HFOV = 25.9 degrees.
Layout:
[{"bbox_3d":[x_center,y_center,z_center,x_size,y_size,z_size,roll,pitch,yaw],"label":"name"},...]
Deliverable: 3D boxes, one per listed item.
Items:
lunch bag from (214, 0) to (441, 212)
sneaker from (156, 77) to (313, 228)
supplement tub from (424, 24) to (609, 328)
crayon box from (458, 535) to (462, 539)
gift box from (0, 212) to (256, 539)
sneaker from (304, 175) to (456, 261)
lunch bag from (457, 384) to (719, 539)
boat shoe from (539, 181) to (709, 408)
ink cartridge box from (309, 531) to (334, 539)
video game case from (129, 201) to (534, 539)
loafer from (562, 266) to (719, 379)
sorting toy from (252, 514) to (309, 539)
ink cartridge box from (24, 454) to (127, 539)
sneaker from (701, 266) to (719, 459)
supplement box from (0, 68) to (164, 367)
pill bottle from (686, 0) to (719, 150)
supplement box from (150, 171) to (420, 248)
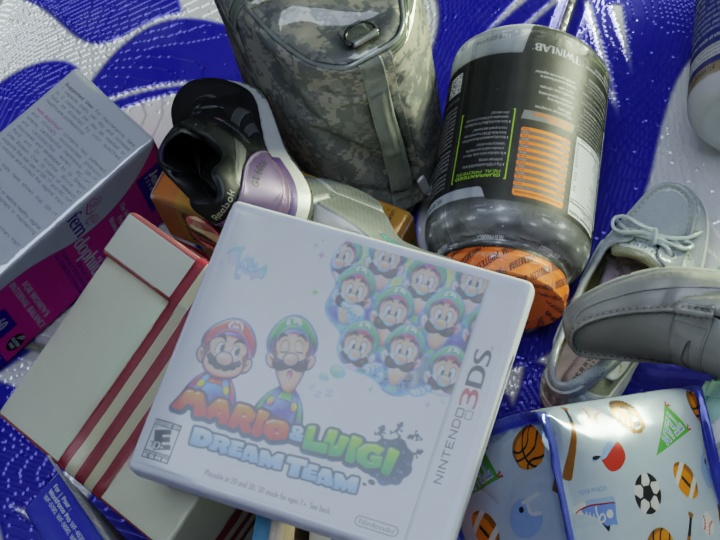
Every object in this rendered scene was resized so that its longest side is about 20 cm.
[{"bbox_3d":[-0.012,-0.151,1.168,0.139,0.201,0.168,-25,56,-6],"label":"lunch bag"},{"bbox_3d":[-0.106,-0.093,1.106,0.076,0.087,0.200,-56,38,15],"label":"sneaker"},{"bbox_3d":[0.114,-0.067,1.145,0.121,0.123,0.201,6,64,12],"label":"supplement tub"},{"bbox_3d":[0.076,0.237,0.995,0.051,0.127,0.202,-22,56,39],"label":"crayon box"},{"bbox_3d":[-0.106,0.077,1.080,0.184,0.200,0.187,34,89,19],"label":"gift box"},{"bbox_3d":[0.000,0.000,1.089,0.200,0.070,0.081,40,119,35],"label":"sneaker"},{"bbox_3d":[0.153,0.182,0.971,0.123,0.169,0.202,-19,77,48],"label":"lunch bag"},{"bbox_3d":[0.191,0.016,1.122,0.074,0.065,0.202,29,72,22],"label":"boat shoe"},{"bbox_3d":[-0.001,0.212,0.998,0.057,0.163,0.201,3,64,11],"label":"ink cartridge box"},{"bbox_3d":[-0.016,0.065,0.938,0.198,0.024,0.183,15,70,13],"label":"video game case"},{"bbox_3d":[0.231,0.038,1.025,0.198,0.070,0.070,-7,49,18],"label":"loafer"},{"bbox_3d":[-0.045,0.218,0.987,0.036,0.185,0.201,-2,61,8],"label":"sorting toy"},{"bbox_3d":[-0.160,0.198,1.011,0.039,0.200,0.100,-36,62,-10],"label":"ink cartridge box"},{"bbox_3d":[0.256,0.066,1.088,0.200,0.074,0.118,-42,51,-5],"label":"sneaker"},{"bbox_3d":[-0.249,-0.040,1.204,0.103,0.101,0.200,39,76,24],"label":"supplement box"},{"bbox_3d":[0.310,-0.196,1.181,0.115,0.116,0.201,4,64,11],"label":"pill bottle"},{"bbox_3d":[-0.056,-0.035,1.189,0.199,0.067,0.069,19,68,19],"label":"supplement box"}]
